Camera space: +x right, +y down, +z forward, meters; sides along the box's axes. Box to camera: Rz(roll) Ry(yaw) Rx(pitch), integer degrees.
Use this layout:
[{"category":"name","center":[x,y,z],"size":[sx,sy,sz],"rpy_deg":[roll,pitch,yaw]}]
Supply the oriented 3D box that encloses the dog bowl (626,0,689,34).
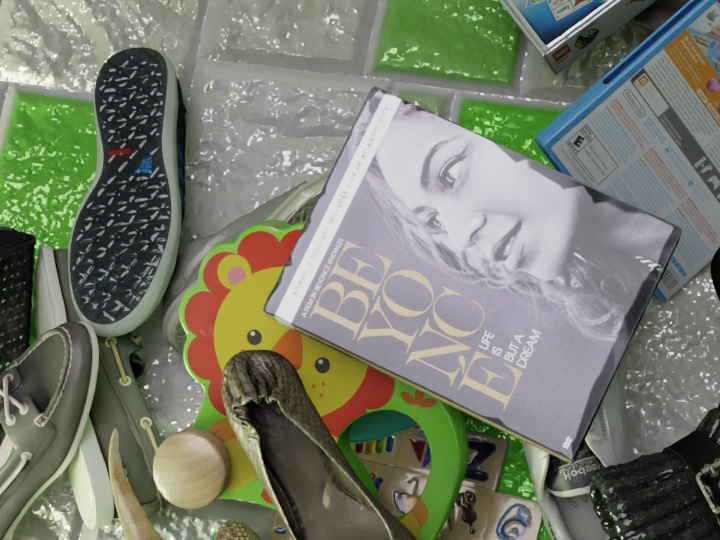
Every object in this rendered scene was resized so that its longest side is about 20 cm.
[{"category":"dog bowl","center":[0.223,-0.233,1.456],"size":[0.199,0.059,0.201],"rpy_deg":[-6,69,17]}]

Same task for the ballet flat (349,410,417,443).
[{"category":"ballet flat","center":[0.058,0.035,1.419],"size":[0.200,0.067,0.067],"rpy_deg":[-34,36,14]}]

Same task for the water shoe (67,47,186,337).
[{"category":"water shoe","center":[-0.137,-0.044,1.482],"size":[0.071,0.079,0.201],"rpy_deg":[-1,67,15]}]

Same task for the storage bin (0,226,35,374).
[{"category":"storage bin","center":[-0.300,0.027,1.428],"size":[0.135,0.200,0.094],"rpy_deg":[8,101,16]}]

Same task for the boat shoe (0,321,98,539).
[{"category":"boat shoe","center":[-0.224,0.114,1.421],"size":[0.200,0.057,0.067],"rpy_deg":[-59,44,25]}]

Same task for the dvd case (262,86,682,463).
[{"category":"dvd case","center":[0.064,0.001,1.323],"size":[0.199,0.016,0.149],"rpy_deg":[25,83,10]}]

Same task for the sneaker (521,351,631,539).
[{"category":"sneaker","center":[0.121,0.076,1.344],"size":[0.076,0.081,0.201],"rpy_deg":[-15,98,14]}]

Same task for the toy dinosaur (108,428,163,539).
[{"category":"toy dinosaur","center":[-0.115,0.199,1.354],"size":[0.101,0.058,0.200],"rpy_deg":[-37,69,-9]}]

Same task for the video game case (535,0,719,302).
[{"category":"video game case","center":[0.219,-0.095,1.389],"size":[0.200,0.143,0.018],"rpy_deg":[-41,29,-1]}]

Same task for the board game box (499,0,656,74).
[{"category":"board game box","center":[0.164,-0.229,1.424],"size":[0.200,0.035,0.126],"rpy_deg":[-36,64,4]}]

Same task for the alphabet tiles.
[{"category":"alphabet tiles","center":[0.020,0.189,1.413],"size":[0.166,0.006,0.201],"rpy_deg":[11,76,17]}]

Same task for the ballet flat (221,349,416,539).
[{"category":"ballet flat","center":[-0.020,0.133,1.323],"size":[0.067,0.046,0.200],"rpy_deg":[-31,86,11]}]

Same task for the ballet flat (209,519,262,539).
[{"category":"ballet flat","center":[-0.049,0.245,1.369],"size":[0.065,0.070,0.201],"rpy_deg":[-16,76,38]}]

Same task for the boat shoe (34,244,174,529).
[{"category":"boat shoe","center":[-0.165,0.070,1.465],"size":[0.060,0.072,0.202],"rpy_deg":[-8,58,-17]}]

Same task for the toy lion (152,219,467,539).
[{"category":"toy lion","center":[-0.023,0.074,1.373],"size":[0.200,0.069,0.192],"rpy_deg":[28,103,10]}]

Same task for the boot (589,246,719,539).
[{"category":"boot","center":[0.198,0.088,1.299],"size":[0.157,0.079,0.212],"rpy_deg":[-21,72,6]}]

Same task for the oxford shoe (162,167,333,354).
[{"category":"oxford shoe","center":[-0.048,-0.022,1.465],"size":[0.200,0.075,0.058],"rpy_deg":[-36,41,0]}]
